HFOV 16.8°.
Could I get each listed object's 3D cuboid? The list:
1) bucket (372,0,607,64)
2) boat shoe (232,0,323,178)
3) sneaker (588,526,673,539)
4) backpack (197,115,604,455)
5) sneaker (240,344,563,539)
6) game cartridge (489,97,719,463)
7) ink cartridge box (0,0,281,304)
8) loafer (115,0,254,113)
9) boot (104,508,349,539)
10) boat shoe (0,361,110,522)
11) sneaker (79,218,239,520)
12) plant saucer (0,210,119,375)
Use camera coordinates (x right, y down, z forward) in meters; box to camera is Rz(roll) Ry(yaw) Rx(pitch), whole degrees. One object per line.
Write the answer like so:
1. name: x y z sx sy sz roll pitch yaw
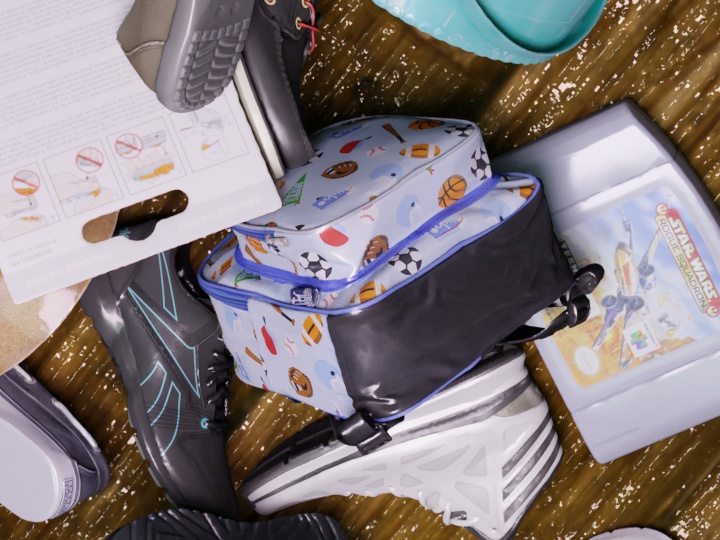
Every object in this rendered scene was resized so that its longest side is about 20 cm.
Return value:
1. bucket: 0.068 -0.216 1.323 0.207 0.207 0.135 32 117 -1
2. boat shoe: -0.054 -0.148 1.388 0.063 0.074 0.202 -13 66 -2
3. sneaker: 0.104 0.213 1.507 0.200 0.087 0.075 -18 105 17
4. backpack: 0.000 0.000 1.398 0.190 0.200 0.154 -2 111 53
5. sneaker: 0.031 0.134 1.500 0.200 0.076 0.115 -24 100 14
6. game cartridge: 0.159 0.005 1.459 0.133 0.042 0.200 -24 102 21
7. ink cartridge box: -0.152 -0.090 1.358 0.160 0.047 0.200 -21 74 -11
8. loafer: -0.085 -0.184 1.293 0.070 0.075 0.200 30 110 25
9. boot: -0.121 0.206 1.477 0.168 0.200 0.077 -33 69 37
10. boat shoe: -0.239 0.077 1.539 0.200 0.068 0.072 38 119 20
11. sneaker: -0.109 0.063 1.496 0.079 0.075 0.200 -22 90 4
12. plant saucer: -0.224 -0.026 1.441 0.200 0.200 0.035 -37 133 19
